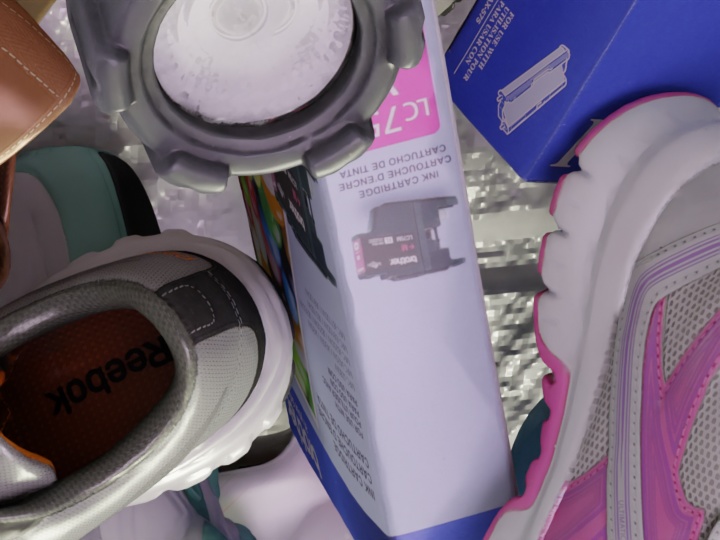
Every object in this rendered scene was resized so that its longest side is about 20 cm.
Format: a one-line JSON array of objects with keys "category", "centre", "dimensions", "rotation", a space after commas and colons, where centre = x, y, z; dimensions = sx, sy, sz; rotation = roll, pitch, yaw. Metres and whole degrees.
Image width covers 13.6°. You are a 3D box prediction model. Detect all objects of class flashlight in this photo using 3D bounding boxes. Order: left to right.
[{"category": "flashlight", "centre": [-0.039, -0.099, 0.639], "dimensions": [0.067, 0.200, 0.068], "rotation": [12, 123, -25]}]

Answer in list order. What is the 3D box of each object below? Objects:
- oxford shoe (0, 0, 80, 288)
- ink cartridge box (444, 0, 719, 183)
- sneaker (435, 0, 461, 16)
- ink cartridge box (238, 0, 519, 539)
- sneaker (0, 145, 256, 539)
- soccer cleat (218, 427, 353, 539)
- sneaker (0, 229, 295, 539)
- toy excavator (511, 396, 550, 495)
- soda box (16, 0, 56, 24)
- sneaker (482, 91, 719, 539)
[{"category": "oxford shoe", "centre": [-0.124, -0.001, 0.709], "dimensions": [0.071, 0.072, 0.200], "rotation": [30, 142, -10]}, {"category": "ink cartridge box", "centre": [0.117, -0.068, 0.766], "dimensions": [0.199, 0.044, 0.094], "rotation": [0, 130, -45]}, {"category": "sneaker", "centre": [0.021, -0.155, 0.713], "dimensions": [0.084, 0.077, 0.201], "rotation": [14, 123, -2]}, {"category": "ink cartridge box", "centre": [0.000, 0.000, 0.751], "dimensions": [0.042, 0.119, 0.201], "rotation": [-18, 116, -9]}, {"category": "sneaker", "centre": [-0.101, 0.079, 0.801], "dimensions": [0.139, 0.201, 0.078], "rotation": [-17, 174, 7]}, {"category": "soccer cleat", "centre": [-0.086, 0.089, 0.865], "dimensions": [0.199, 0.069, 0.078], "rotation": [-20, 102, 7]}, {"category": "sneaker", "centre": [-0.110, 0.055, 0.725], "dimensions": [0.200, 0.079, 0.074], "rotation": [-35, 84, 5]}, {"category": "toy excavator", "centre": [0.103, 0.043, 0.786], "dimensions": [0.100, 0.194, 0.201], "rotation": [-18, 106, -40]}, {"category": "soda box", "centre": [-0.151, -0.121, 0.677], "dimensions": [0.199, 0.064, 0.068], "rotation": [25, 118, -30]}, {"category": "sneaker", "centre": [0.081, 0.064, 0.701], "dimensions": [0.081, 0.088, 0.201], "rotation": [-5, 108, -47]}]
